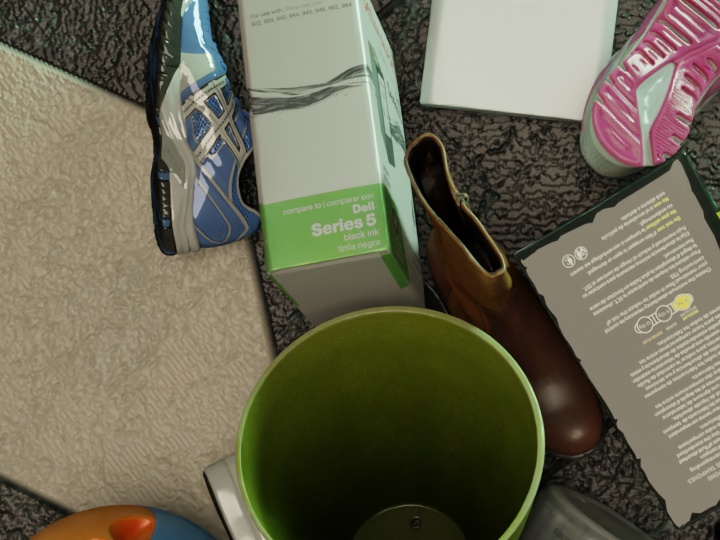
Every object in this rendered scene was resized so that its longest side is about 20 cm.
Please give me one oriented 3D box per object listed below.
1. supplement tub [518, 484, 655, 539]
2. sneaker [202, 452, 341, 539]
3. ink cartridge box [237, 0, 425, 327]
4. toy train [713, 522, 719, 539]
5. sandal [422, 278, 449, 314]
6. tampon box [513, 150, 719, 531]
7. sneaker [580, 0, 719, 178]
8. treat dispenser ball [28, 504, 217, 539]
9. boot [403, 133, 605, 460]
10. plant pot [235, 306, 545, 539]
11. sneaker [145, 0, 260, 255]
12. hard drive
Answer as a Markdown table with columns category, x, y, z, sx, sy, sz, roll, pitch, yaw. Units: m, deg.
| category | x | y | z | sx | sy | sz | roll | pitch | yaw |
| --- | --- | --- | --- | --- | --- | --- | --- | --- | --- |
| supplement tub | 0.126 | 0.259 | 0.982 | 0.122 | 0.123 | 0.201 | 31 | 95 | 7 |
| sneaker | -0.037 | 0.217 | 1.032 | 0.084 | 0.073 | 0.202 | -23 | 97 | -13 |
| ink cartridge box | -0.018 | -0.080 | 0.967 | 0.083 | 0.146 | 0.202 | -10 | 73 | 9 |
| toy train | 0.218 | 0.262 | 1.006 | 0.034 | 0.046 | 0.201 | 30 | 95 | 7 |
| sandal | 0.000 | 0.000 | 1.038 | 0.075 | 0.045 | 0.201 | -32 | 86 | 6 |
| tampon box | 0.208 | 0.043 | 0.955 | 0.126 | 0.150 | 0.201 | -31 | 86 | 8 |
| sneaker | 0.209 | -0.140 | 0.986 | 0.081 | 0.088 | 0.200 | 45 | 70 | -1 |
| treat dispenser ball | -0.164 | 0.261 | 0.985 | 0.198 | 0.201 | 0.203 | 0 | 90 | 8 |
| boot | 0.098 | 0.022 | 0.928 | 0.068 | 0.200 | 0.190 | -25 | 70 | -1 |
| plant pot | 0.027 | 0.155 | 0.946 | 0.185 | 0.201 | 0.189 | -3 | 58 | 5 |
| sneaker | -0.115 | -0.113 | 1.052 | 0.076 | 0.076 | 0.202 | -2 | 90 | -14 |
| hard drive | 0.119 | -0.211 | 1.030 | 0.130 | 0.025 | 0.202 | 7 | 91 | 8 |
